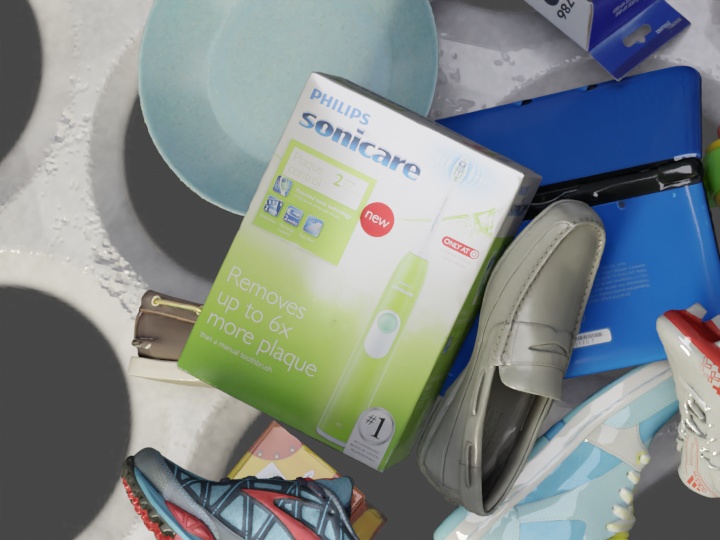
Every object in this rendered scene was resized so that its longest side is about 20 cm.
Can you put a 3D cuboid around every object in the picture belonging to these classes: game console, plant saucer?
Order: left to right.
[{"bbox_3d":[-0.043,-0.130,1.611,0.200,0.039,0.202,-1,85,14],"label":"plant saucer"},{"bbox_3d":[0.132,-0.025,1.606,0.199,0.118,0.171,-12,95,17],"label":"game console"}]

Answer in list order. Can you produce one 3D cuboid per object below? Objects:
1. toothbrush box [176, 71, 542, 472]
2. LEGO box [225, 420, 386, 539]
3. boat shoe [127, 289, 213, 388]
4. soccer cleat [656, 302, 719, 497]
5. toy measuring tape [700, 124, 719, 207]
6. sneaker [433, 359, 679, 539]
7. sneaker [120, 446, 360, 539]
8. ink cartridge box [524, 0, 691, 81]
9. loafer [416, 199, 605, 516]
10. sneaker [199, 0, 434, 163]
[{"bbox_3d":[0.000,0.000,1.531,0.145,0.086,0.200,27,96,10],"label":"toothbrush box"},{"bbox_3d":[-0.079,0.201,1.561,0.077,0.149,0.200,38,85,11],"label":"LEGO box"},{"bbox_3d":[-0.051,0.049,1.628,0.199,0.072,0.060,4,83,13],"label":"boat shoe"},{"bbox_3d":[0.221,0.093,1.534,0.085,0.200,0.069,-41,47,5],"label":"soccer cleat"},{"bbox_3d":[0.292,-0.075,1.610,0.199,0.074,0.074,-12,78,5],"label":"toy measuring tape"},{"bbox_3d":[0.159,0.151,1.583,0.200,0.080,0.131,-40,81,1],"label":"sneaker"},{"bbox_3d":[-0.045,0.153,1.461,0.200,0.079,0.096,34,75,2],"label":"sneaker"},{"bbox_3d":[0.126,-0.216,1.646,0.200,0.039,0.099,41,46,10],"label":"ink cartridge box"},{"bbox_3d":[0.101,0.054,1.520,0.070,0.070,0.200,41,115,48],"label":"loafer"},{"bbox_3d":[0.002,-0.122,1.656,0.200,0.074,0.116,-35,80,8],"label":"sneaker"}]
